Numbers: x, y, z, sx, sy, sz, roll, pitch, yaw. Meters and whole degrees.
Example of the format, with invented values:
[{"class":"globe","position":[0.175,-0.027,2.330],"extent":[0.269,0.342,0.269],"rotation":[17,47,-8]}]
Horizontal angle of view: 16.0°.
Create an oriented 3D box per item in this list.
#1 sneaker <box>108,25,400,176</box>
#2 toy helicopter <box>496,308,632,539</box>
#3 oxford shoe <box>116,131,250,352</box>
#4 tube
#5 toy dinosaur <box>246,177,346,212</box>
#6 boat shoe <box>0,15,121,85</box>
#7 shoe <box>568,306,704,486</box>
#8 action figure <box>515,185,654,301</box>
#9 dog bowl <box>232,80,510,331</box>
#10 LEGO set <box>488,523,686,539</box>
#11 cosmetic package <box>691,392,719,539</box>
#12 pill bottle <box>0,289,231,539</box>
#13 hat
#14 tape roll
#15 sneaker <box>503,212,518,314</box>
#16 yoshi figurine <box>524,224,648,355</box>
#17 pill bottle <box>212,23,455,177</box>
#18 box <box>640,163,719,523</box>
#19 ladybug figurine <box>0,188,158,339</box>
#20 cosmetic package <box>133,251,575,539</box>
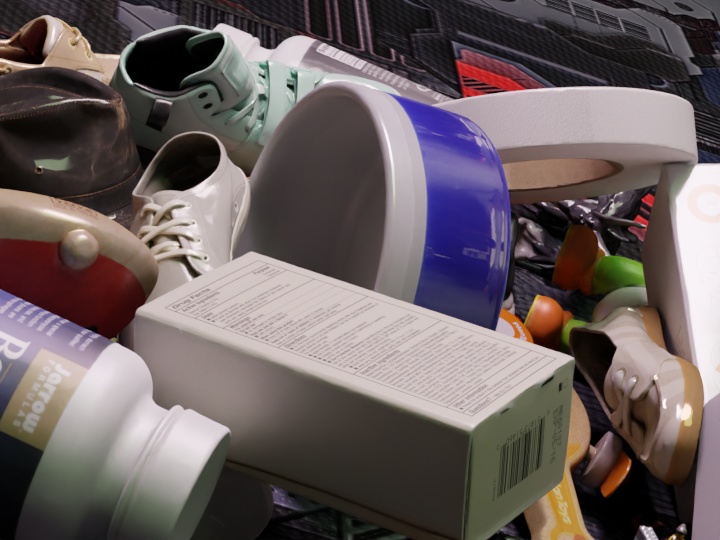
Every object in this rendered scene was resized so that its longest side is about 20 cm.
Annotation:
[{"class":"sneaker","position":[-0.061,-0.106,1.613],"extent":[0.200,0.074,0.118],"rotation":[0,-18,-7]},{"class":"toy helicopter","position":[0.109,0.116,1.465],"extent":[0.132,0.079,0.200],"rotation":[21,32,-26]},{"class":"oxford shoe","position":[-0.102,-0.006,1.413],"extent":[0.075,0.058,0.200],"rotation":[-12,38,16]},{"class":"tube","position":[-0.090,0.077,1.375],"extent":[0.058,0.052,0.200],"rotation":[33,15,-24]},{"class":"toy dinosaur","position":[-0.057,-0.027,1.592],"extent":[0.135,0.102,0.200],"rotation":[14,40,25]},{"class":"boat shoe","position":[-0.205,-0.131,1.664],"extent":[0.200,0.069,0.074],"rotation":[-7,23,-34]},{"class":"shoe","position":[0.160,0.072,1.500],"extent":[0.053,0.070,0.200],"rotation":[6,17,-5]},{"class":"action figure","position":[0.143,-0.051,1.789],"extent":[0.102,0.119,0.200],"rotation":[22,11,-8]},{"class":"dog bowl","position":[0.000,0.000,1.429],"extent":[0.079,0.200,0.200],"rotation":[12,24,-28]},{"class":"LEGO set","position":[0.123,0.184,1.234],"extent":[0.199,0.116,0.154],"rotation":[17,23,-10]},{"class":"cosmetic package","position":[0.298,0.140,1.352],"extent":[0.199,0.167,0.167],"rotation":[17,61,-13]},{"class":"pill bottle","position":[-0.168,0.072,1.230],"extent":[0.200,0.111,0.111],"rotation":[24,23,6]},{"class":"hat","position":[-0.186,-0.076,1.528],"extent":[0.200,0.081,0.201],"rotation":[2,23,-1]},{"class":"tape roll","position":[0.107,-0.075,1.582],"extent":[0.202,0.037,0.203],"rotation":[-4,-8,0]},{"class":"sneaker","position":[0.047,0.004,1.591],"extent":[0.074,0.085,0.200],"rotation":[12,12,16]},{"class":"yoshi figurine","position":[0.208,0.047,1.645],"extent":[0.200,0.113,0.112],"rotation":[26,30,5]},{"class":"pill bottle","position":[-0.020,-0.092,1.732],"extent":[0.200,0.111,0.111],"rotation":[23,22,4]},{"class":"box","position":[0.247,0.042,1.548],"extent":[0.124,0.098,0.200],"rotation":[0,56,-5]},{"class":"ladybug figurine","position":[-0.179,0.006,1.342],"extent":[0.135,0.072,0.200],"rotation":[17,-12,-19]},{"class":"cosmetic package","position":[-0.005,0.062,1.273],"extent":[0.200,0.073,0.103],"rotation":[18,27,31]}]
